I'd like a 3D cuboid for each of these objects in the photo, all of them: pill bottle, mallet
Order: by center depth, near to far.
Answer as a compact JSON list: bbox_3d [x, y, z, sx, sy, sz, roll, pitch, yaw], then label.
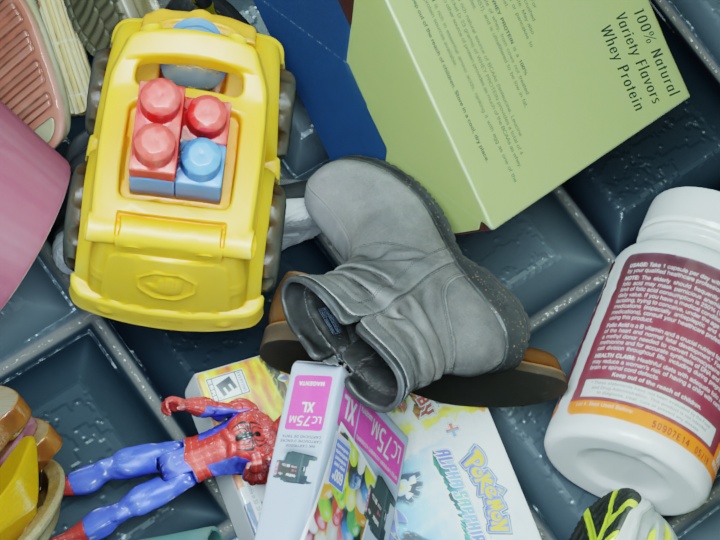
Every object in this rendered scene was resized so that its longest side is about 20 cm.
[{"bbox_3d":[-0.111,-0.183,1.428,0.066,0.200,0.041,42,86,12],"label":"mallet"},{"bbox_3d":[0.208,0.052,1.455,0.114,0.114,0.200,26,65,-3],"label":"pill bottle"}]

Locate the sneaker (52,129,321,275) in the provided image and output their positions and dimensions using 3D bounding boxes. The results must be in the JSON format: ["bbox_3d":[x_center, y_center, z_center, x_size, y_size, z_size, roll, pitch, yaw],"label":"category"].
[{"bbox_3d":[-0.112,-0.065,1.441,0.200,0.075,0.114,-9,74,-15],"label":"sneaker"}]

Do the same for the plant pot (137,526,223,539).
[{"bbox_3d":[-0.155,0.253,1.246,0.161,0.201,0.201,-5,69,4],"label":"plant pot"}]

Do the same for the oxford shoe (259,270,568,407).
[{"bbox_3d":[0.039,0.040,1.395,0.200,0.071,0.071,14,60,-8],"label":"oxford shoe"}]

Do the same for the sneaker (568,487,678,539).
[{"bbox_3d":[0.151,0.239,1.390,0.076,0.075,0.200,37,72,-15],"label":"sneaker"}]

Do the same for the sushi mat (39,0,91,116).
[{"bbox_3d":[-0.248,-0.189,1.492,0.096,0.012,0.200,-13,73,-18],"label":"sushi mat"}]

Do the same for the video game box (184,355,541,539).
[{"bbox_3d":[0.006,0.137,1.408,0.182,0.047,0.200,-16,74,-22],"label":"video game box"}]

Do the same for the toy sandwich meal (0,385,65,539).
[{"bbox_3d":[-0.257,0.147,1.264,0.205,0.205,0.070,-39,111,-24],"label":"toy sandwich meal"}]

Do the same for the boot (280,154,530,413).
[{"bbox_3d":[0.000,0.000,1.324,0.132,0.070,0.200,-11,41,-42],"label":"boot"}]

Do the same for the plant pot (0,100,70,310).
[{"bbox_3d":[-0.287,-0.057,1.343,0.179,0.200,0.200,30,64,-18],"label":"plant pot"}]

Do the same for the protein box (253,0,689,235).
[{"bbox_3d":[0.074,-0.150,1.439,0.200,0.135,0.199,-34,104,-32],"label":"protein box"}]

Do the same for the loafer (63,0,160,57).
[{"bbox_3d":[-0.173,-0.225,1.488,0.067,0.076,0.200,-14,74,-33],"label":"loafer"}]

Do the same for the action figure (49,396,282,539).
[{"bbox_3d":[-0.122,0.118,1.327,0.200,0.099,0.065,-20,74,-5],"label":"action figure"}]

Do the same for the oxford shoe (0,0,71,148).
[{"bbox_3d":[-0.230,-0.167,1.437,0.074,0.071,0.200,-3,66,-59],"label":"oxford shoe"}]

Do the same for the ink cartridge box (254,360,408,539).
[{"bbox_3d":[-0.023,0.169,1.301,0.042,0.119,0.200,3,66,25],"label":"ink cartridge box"}]

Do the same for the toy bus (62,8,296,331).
[{"bbox_3d":[-0.108,-0.084,1.312,0.136,0.192,0.200,6,70,-2],"label":"toy bus"}]
